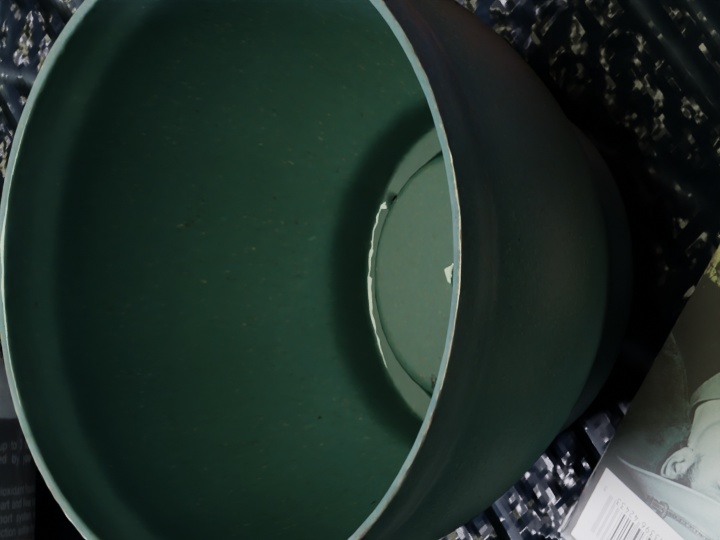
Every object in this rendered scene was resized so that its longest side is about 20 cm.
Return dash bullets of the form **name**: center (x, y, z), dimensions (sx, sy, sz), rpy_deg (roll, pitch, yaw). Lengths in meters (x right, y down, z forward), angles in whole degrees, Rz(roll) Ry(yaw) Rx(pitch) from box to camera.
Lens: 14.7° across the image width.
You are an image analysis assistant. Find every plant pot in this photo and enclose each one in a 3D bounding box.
- **plant pot**: center (0.000, 0.000, 0.868), dimensions (0.200, 0.134, 0.201), rpy_deg (-3, 86, 43)

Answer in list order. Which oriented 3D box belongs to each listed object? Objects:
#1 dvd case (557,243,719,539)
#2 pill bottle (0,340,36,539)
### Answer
- **dvd case**: center (0.150, 0.041, 0.801), dimensions (0.146, 0.022, 0.201), rpy_deg (43, 116, 36)
- **pill bottle**: center (-0.178, 0.092, 1.050), dimensions (0.113, 0.113, 0.201), rpy_deg (0, 89, 44)
